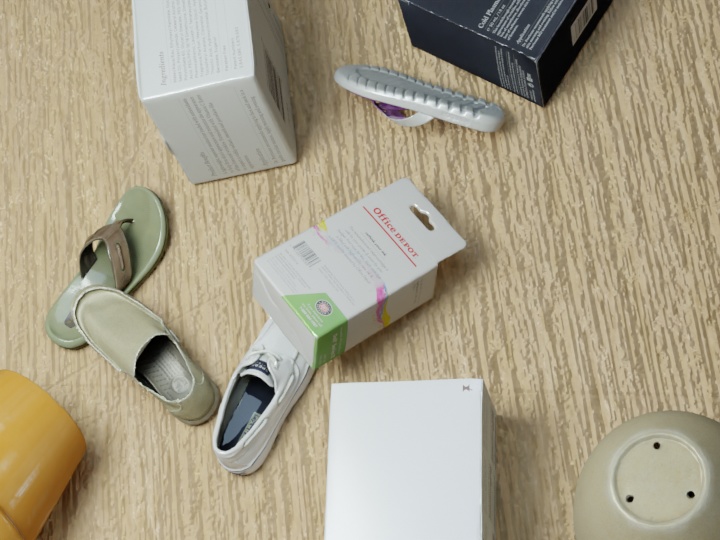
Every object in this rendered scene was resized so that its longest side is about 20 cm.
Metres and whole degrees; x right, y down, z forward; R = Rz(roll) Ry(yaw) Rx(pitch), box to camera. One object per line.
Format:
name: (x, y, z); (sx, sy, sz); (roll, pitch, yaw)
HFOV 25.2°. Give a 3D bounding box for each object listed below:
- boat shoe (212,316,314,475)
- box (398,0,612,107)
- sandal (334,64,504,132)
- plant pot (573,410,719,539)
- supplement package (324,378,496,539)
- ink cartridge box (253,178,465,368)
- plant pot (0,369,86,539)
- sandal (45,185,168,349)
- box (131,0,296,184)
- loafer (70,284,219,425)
boat shoe: (-0.097, 0.114, 1.677); (0.073, 0.065, 0.202); (13, 69, 18)
box: (0.173, -0.318, 1.788); (0.181, 0.104, 0.201); (29, 75, 21)
sandal: (0.059, -0.179, 1.779); (0.201, 0.082, 0.050); (19, 115, 18)
plant pot: (0.287, 0.215, 1.499); (0.198, 0.135, 0.202); (-7, 65, 16)
supplement package: (0.051, 0.219, 1.573); (0.154, 0.111, 0.202); (-3, 65, 11)
ink cartridge box: (0.000, 0.000, 1.680); (0.199, 0.068, 0.117); (-30, 62, -22)
plant pot: (-0.386, 0.208, 1.643); (0.199, 0.201, 0.184); (27, 60, 22)
sandal: (-0.280, -0.005, 1.776); (0.079, 0.057, 0.202); (24, 74, 21)
box: (-0.161, -0.234, 1.772); (0.129, 0.199, 0.202); (-11, 65, 7)
loafer: (-0.229, 0.080, 1.705); (0.199, 0.068, 0.076); (38, 77, 12)
